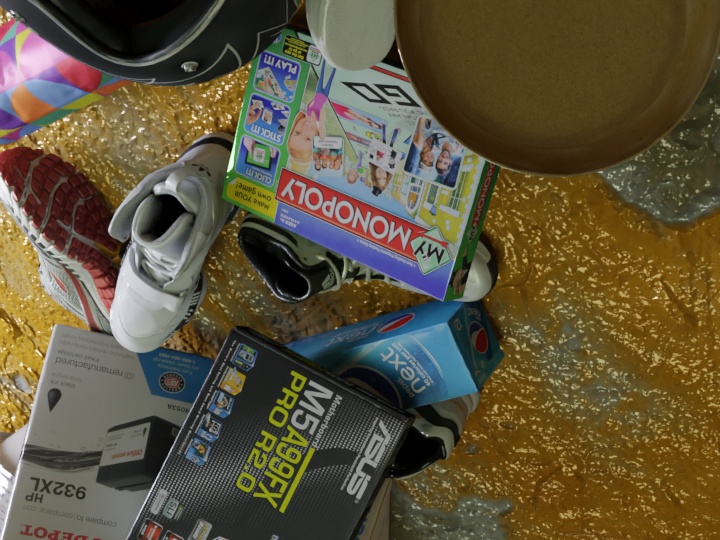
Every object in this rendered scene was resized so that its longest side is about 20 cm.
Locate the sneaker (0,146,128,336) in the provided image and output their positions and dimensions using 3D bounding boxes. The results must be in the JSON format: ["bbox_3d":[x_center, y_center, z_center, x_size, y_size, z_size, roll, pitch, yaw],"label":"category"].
[{"bbox_3d":[-0.250,-0.014,1.030,0.082,0.078,0.200,-15,121,32],"label":"sneaker"}]

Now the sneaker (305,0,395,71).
[{"bbox_3d":[-0.004,-0.234,0.767,0.075,0.089,0.201,4,116,-26],"label":"sneaker"}]

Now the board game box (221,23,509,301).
[{"bbox_3d":[0.000,-0.079,0.833,0.199,0.029,0.135,25,108,29],"label":"board game box"}]

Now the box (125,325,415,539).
[{"bbox_3d":[-0.071,0.167,0.960,0.160,0.044,0.201,28,92,12],"label":"box"}]

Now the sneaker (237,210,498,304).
[{"bbox_3d":[0.000,0.000,0.919,0.200,0.116,0.076,21,132,4],"label":"sneaker"}]

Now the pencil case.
[{"bbox_3d":[-0.229,-0.156,0.906,0.199,0.089,0.089,-18,119,30],"label":"pencil case"}]

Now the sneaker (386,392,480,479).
[{"bbox_3d":[0.013,0.149,1.061,0.074,0.080,0.200,43,131,-17],"label":"sneaker"}]

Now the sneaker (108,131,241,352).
[{"bbox_3d":[-0.156,-0.011,0.936,0.075,0.115,0.200,33,112,5],"label":"sneaker"}]

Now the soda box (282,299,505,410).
[{"bbox_3d":[0.011,0.079,1.003,0.199,0.068,0.064,-18,104,32],"label":"soda box"}]

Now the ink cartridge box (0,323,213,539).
[{"bbox_3d":[-0.219,0.165,1.052,0.144,0.201,0.084,14,157,-13],"label":"ink cartridge box"}]

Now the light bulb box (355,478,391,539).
[{"bbox_3d":[-0.079,0.285,1.175,0.199,0.125,0.199,11,130,12],"label":"light bulb box"}]

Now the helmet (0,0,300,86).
[{"bbox_3d":[-0.126,-0.206,0.747,0.190,0.201,0.200,22,134,-18],"label":"helmet"}]

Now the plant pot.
[{"bbox_3d":[0.118,-0.157,0.740,0.199,0.027,0.201,0,95,-3],"label":"plant pot"}]

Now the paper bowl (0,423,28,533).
[{"bbox_3d":[-0.274,0.214,1.168,0.200,0.201,0.105,30,90,-5],"label":"paper bowl"}]
